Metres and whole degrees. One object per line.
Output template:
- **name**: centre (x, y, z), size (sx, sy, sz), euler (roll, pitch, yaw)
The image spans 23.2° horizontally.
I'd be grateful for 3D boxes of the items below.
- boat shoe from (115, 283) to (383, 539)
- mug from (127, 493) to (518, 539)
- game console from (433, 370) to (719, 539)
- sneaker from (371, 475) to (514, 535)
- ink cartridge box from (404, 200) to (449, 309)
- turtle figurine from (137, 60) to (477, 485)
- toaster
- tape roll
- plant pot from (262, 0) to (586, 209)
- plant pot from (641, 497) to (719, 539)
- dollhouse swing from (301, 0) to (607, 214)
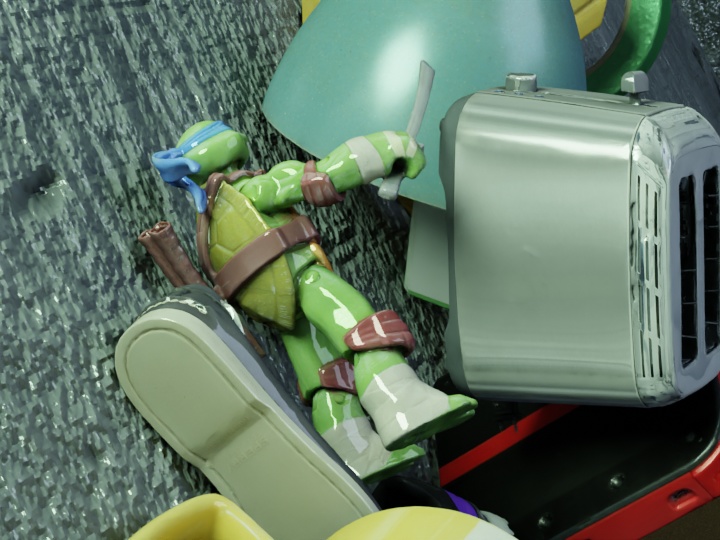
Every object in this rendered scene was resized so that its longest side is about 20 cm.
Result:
- **boat shoe**: centre (-0.032, 0.090, 0.809), size (0.200, 0.072, 0.063), euler (53, 25, -12)
- **mug**: centre (-0.014, 0.186, 0.694), size (0.153, 0.186, 0.150), euler (-27, 122, -61)
- **game console**: centre (0.126, 0.088, 1.008), size (0.031, 0.200, 0.177), euler (40, 30, -32)
- **sneaker**: centre (0.033, 0.183, 0.870), size (0.099, 0.069, 0.201), euler (40, 25, -32)
- **ink cartridge box**: centre (0.144, -0.031, 1.175), size (0.200, 0.144, 0.084), euler (-31, 133, -50)
- **turtle figurine**: centre (0.000, 0.000, 0.889), size (0.200, 0.144, 0.195), euler (4, 56, -63)
- **toaster**: centre (0.119, -0.004, 0.926), size (0.113, 0.129, 0.201), euler (-15, 106, -57)
- **tape roll**: centre (0.158, -0.226, 1.467), size (0.201, 0.200, 0.048), euler (64, 20, 4)
- **plant pot**: centre (0.055, -0.131, 1.058), size (0.199, 0.135, 0.200), euler (17, 18, -6)
- **plant pot**: centre (0.188, 0.118, 1.120), size (0.187, 0.199, 0.187), euler (51, 23, -31)
- **dollhouse swing**: centre (0.085, -0.157, 1.246), size (0.200, 0.175, 0.182), euler (48, 25, -36)
